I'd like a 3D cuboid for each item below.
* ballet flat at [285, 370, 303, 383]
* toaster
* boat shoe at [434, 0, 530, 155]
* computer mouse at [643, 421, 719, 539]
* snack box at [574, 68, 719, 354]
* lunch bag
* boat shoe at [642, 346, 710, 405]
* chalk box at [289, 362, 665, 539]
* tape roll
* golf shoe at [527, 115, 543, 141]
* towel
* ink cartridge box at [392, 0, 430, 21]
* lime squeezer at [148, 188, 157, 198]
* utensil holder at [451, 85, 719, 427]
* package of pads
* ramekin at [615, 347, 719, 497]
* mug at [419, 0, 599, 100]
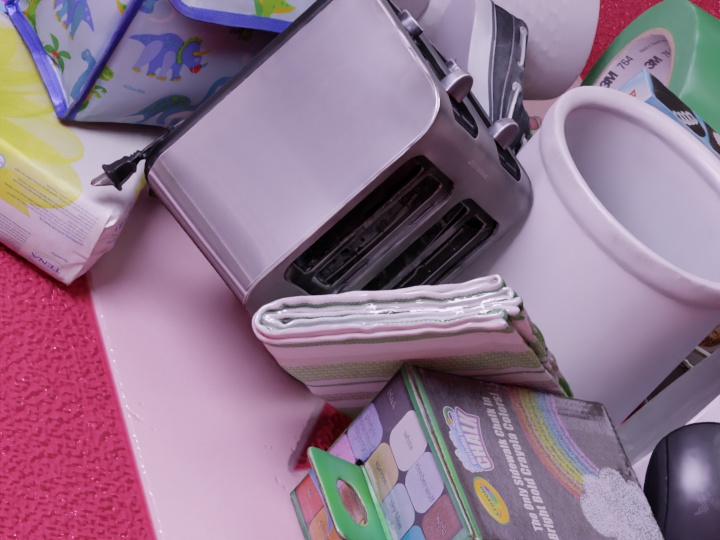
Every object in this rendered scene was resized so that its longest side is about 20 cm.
[{"bbox_3d":[0.000,0.000,1.476,0.069,0.070,0.200,38,32,-4],"label":"ballet flat"},{"bbox_3d":[-0.015,-0.052,1.337,0.119,0.200,0.181,52,7,26],"label":"toaster"},{"bbox_3d":[0.084,-0.096,1.591,0.067,0.072,0.201,22,54,-23],"label":"boat shoe"},{"bbox_3d":[0.226,0.189,1.330,0.139,0.202,0.046,4,14,2],"label":"computer mouse"},{"bbox_3d":[0.213,-0.035,1.567,0.200,0.116,0.037,37,27,-28],"label":"snack box"},{"bbox_3d":[-0.079,-0.178,1.351,0.169,0.200,0.128,4,44,-43],"label":"lunch bag"},{"bbox_3d":[0.239,0.132,1.565,0.059,0.072,0.201,2,54,-49],"label":"boat shoe"},{"bbox_3d":[0.050,0.142,1.300,0.199,0.124,0.125,12,42,-36],"label":"chalk box"},{"bbox_3d":[0.198,-0.097,1.678,0.048,0.201,0.201,29,33,-17],"label":"tape roll"},{"bbox_3d":[0.093,-0.055,1.646,0.092,0.073,0.200,20,28,-18],"label":"golf shoe"},{"bbox_3d":[0.034,0.047,1.315,0.200,0.148,0.031,49,40,-68],"label":"towel"},{"bbox_3d":[-0.076,-0.179,1.540,0.199,0.145,0.084,15,37,-35],"label":"ink cartridge box"},{"bbox_3d":[-0.049,-0.051,1.515,0.071,0.038,0.199,51,34,17],"label":"lime squeezer"},{"bbox_3d":[0.131,0.013,1.471,0.169,0.200,0.171,28,34,-21],"label":"utensil holder"},{"bbox_3d":[-0.191,-0.093,1.388,0.154,0.068,0.200,34,33,-8],"label":"package of pads"},{"bbox_3d":[0.219,0.128,1.435,0.105,0.200,0.200,51,32,1],"label":"ramekin"},{"bbox_3d":[0.073,-0.217,1.696,0.174,0.201,0.148,0,51,-25],"label":"mug"}]
